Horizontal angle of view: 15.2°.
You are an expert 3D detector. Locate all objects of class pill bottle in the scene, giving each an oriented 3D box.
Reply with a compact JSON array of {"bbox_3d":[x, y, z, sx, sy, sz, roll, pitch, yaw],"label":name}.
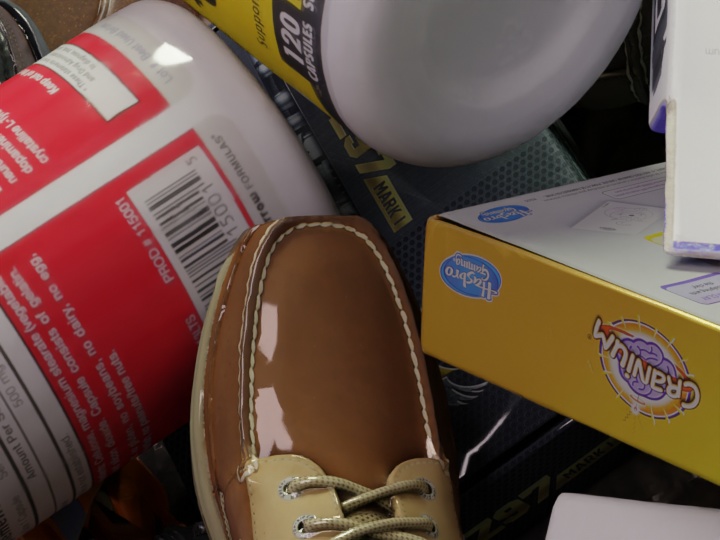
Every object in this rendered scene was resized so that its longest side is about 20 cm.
[{"bbox_3d":[-0.111,0.018,0.773,0.200,0.112,0.112,-34,48,-15],"label":"pill bottle"},{"bbox_3d":[-0.016,-0.121,0.775,0.112,0.112,0.200,-51,50,1],"label":"pill bottle"}]

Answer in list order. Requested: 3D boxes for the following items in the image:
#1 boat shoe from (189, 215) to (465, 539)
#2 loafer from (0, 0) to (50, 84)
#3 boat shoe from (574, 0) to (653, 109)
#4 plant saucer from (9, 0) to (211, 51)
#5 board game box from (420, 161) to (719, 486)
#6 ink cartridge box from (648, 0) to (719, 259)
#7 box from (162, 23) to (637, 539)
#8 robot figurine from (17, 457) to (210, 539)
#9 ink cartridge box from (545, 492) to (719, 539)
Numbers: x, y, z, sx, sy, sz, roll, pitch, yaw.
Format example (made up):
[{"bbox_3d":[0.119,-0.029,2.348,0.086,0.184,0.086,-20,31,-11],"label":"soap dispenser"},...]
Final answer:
[{"bbox_3d":[0.001,0.084,0.713,0.074,0.076,0.200,158,107,-73],"label":"boat shoe"},{"bbox_3d":[-0.141,-0.002,0.924,0.072,0.063,0.200,-7,78,33],"label":"loafer"},{"bbox_3d":[0.087,-0.139,0.857,0.059,0.072,0.200,-5,61,17],"label":"boat shoe"},{"bbox_3d":[-0.108,-0.088,0.997,0.200,0.032,0.200,-14,60,27],"label":"plant saucer"},{"bbox_3d":[0.137,0.018,0.693,0.200,0.153,0.040,23,118,45],"label":"board game box"},{"bbox_3d":[0.179,-0.078,0.734,0.198,0.043,0.200,5,63,2],"label":"ink cartridge box"},{"bbox_3d":[0.000,0.000,0.855,0.158,0.051,0.200,-36,58,12],"label":"box"},{"bbox_3d":[-0.079,0.122,0.822,0.200,0.058,0.145,40,125,46],"label":"robot figurine"},{"bbox_3d":[0.135,0.143,0.679,0.200,0.087,0.145,3,69,36],"label":"ink cartridge box"}]
